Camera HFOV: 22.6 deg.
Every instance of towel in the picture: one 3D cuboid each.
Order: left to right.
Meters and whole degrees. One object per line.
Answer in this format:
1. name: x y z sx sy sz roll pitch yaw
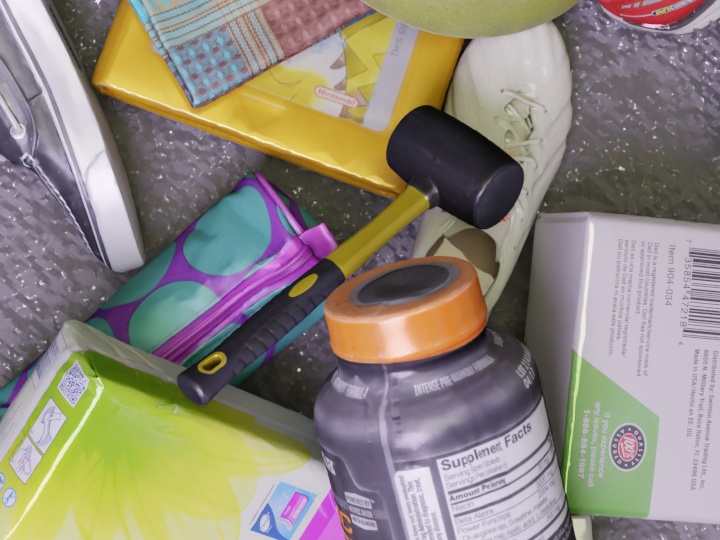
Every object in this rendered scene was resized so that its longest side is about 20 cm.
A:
1. towel: -0.073 -0.201 0.918 0.146 0.022 0.201 -29 86 -8

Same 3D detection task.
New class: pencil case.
1. pencil case: -0.098 0.040 0.912 0.200 0.092 0.085 -41 101 -4

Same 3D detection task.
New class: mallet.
1. mallet: 0.000 0.000 0.843 0.066 0.041 0.200 28 58 25

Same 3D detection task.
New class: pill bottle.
1. pill bottle: 0.040 0.097 0.823 0.106 0.106 0.201 -15 107 -2

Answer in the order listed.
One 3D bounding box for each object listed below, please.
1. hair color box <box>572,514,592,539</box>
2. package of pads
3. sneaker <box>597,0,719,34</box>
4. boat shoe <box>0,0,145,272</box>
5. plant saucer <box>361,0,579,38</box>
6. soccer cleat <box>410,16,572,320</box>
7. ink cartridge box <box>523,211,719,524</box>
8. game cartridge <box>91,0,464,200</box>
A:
1. hair color box: 0.066 0.225 0.932 0.110 0.064 0.202 -2 88 -2
2. package of pads: -0.098 0.128 0.867 0.199 0.068 0.155 27 103 -37
3. sneaker: 0.185 -0.194 0.876 0.200 0.085 0.077 -53 48 31
4. boat shoe: -0.171 -0.085 0.913 0.067 0.072 0.201 -23 104 -1
5. plant saucer: 0.053 -0.219 0.921 0.199 0.031 0.201 3 77 -15
6. soccer cleat: 0.065 -0.041 0.928 0.069 0.078 0.201 18 88 -2
7. ink cartridge box: 0.187 0.052 0.912 0.199 0.084 0.147 6 89 -13
8. game cartridge: -0.025 -0.158 0.940 0.175 0.032 0.201 19 83 -2
